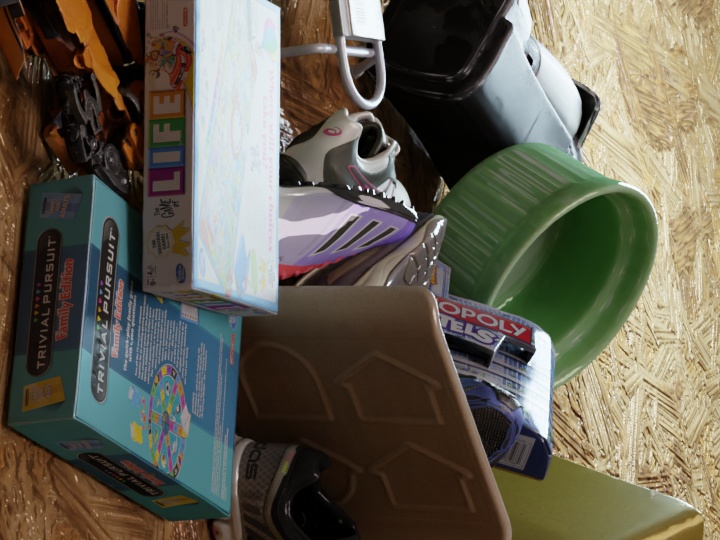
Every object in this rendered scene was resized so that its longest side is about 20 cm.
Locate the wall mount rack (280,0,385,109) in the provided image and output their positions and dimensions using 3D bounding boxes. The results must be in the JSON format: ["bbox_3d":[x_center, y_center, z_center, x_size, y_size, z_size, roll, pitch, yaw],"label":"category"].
[{"bbox_3d":[-0.021,-0.212,1.862,0.174,0.075,0.200,-2,85,-64],"label":"wall mount rack"}]

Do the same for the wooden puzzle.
[{"bbox_3d":[0.000,0.095,1.659,0.046,0.185,0.200,-47,128,-48],"label":"wooden puzzle"}]

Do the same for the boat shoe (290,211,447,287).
[{"bbox_3d":[0.000,0.000,1.756,0.200,0.073,0.075,-41,152,-59],"label":"boat shoe"}]

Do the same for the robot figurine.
[{"bbox_3d":[-0.169,-0.143,1.496,0.145,0.058,0.200,-65,141,-52],"label":"robot figurine"}]

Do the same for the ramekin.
[{"bbox_3d":[0.132,-0.004,1.999,0.200,0.098,0.200,-30,140,-29],"label":"ramekin"}]

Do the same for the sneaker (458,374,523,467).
[{"bbox_3d":[0.041,0.148,1.733,0.075,0.200,0.078,34,33,-16],"label":"sneaker"}]

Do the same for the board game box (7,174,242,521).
[{"bbox_3d":[-0.138,0.051,1.525,0.200,0.047,0.151,42,45,-57],"label":"board game box"}]

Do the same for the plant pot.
[{"bbox_3d":[0.110,0.263,1.844,0.200,0.194,0.196,-16,115,-43],"label":"plant pot"}]

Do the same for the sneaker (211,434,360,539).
[{"bbox_3d":[-0.040,0.201,1.661,0.074,0.087,0.200,-35,116,-65],"label":"sneaker"}]

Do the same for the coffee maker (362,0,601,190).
[{"bbox_3d":[0.097,-0.128,2.029,0.200,0.135,0.192,48,41,-53],"label":"coffee maker"}]

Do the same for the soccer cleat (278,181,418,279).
[{"bbox_3d":[-0.047,-0.024,1.678,0.200,0.068,0.073,4,89,-39],"label":"soccer cleat"}]

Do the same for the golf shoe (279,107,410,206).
[{"bbox_3d":[0.003,-0.065,1.819,0.077,0.088,0.200,45,14,17],"label":"golf shoe"}]

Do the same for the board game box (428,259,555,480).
[{"bbox_3d":[0.051,0.050,1.837,0.200,0.200,0.062,-80,-172,-60],"label":"board game box"}]

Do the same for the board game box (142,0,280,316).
[{"bbox_3d":[-0.090,-0.078,1.548,0.134,0.034,0.200,21,67,-68],"label":"board game box"}]
